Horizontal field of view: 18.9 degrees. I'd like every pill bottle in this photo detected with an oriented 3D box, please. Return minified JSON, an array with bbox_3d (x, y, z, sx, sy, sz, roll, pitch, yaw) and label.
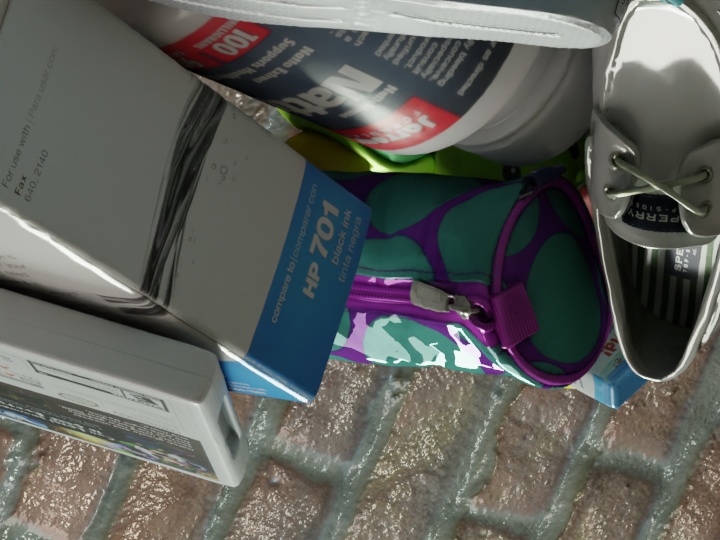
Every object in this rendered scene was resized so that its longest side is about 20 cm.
[{"bbox_3d":[0.003,-0.110,0.800,0.199,0.120,0.119,20,-175,-39],"label":"pill bottle"}]

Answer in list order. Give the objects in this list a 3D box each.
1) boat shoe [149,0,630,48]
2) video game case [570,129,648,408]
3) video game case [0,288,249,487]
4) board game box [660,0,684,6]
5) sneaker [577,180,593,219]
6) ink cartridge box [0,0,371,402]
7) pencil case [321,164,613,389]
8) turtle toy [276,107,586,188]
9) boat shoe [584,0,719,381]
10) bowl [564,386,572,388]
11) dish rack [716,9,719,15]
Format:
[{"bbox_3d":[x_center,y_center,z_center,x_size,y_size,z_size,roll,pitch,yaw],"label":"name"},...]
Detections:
[{"bbox_3d":[-0.013,-0.116,0.669,0.198,0.072,0.072,9,171,-6],"label":"boat shoe"},{"bbox_3d":[0.081,-0.024,0.980,0.199,0.143,0.018,28,143,36],"label":"video game case"},{"bbox_3d":[-0.143,0.031,0.832,0.198,0.024,0.182,16,166,5],"label":"video game case"},{"bbox_3d":[-0.002,-0.130,0.516,0.150,0.047,0.200,26,-176,21],"label":"board game box"},{"bbox_3d":[0.179,-0.073,0.877,0.199,0.116,0.078,-11,131,42],"label":"sneaker"},{"bbox_3d":[-0.114,-0.031,0.779,0.146,0.087,0.200,6,159,39],"label":"ink cartridge box"},{"bbox_3d":[0.000,0.000,0.883,0.199,0.086,0.092,2,-169,35],"label":"pencil case"},{"bbox_3d":[0.027,-0.092,0.958,0.145,0.101,0.201,-23,-112,-27],"label":"turtle toy"},{"bbox_3d":[0.120,-0.035,0.803,0.073,0.067,0.201,10,142,24],"label":"boat shoe"},{"bbox_3d":[0.107,-0.042,1.105,0.199,0.202,0.108,24,-178,14],"label":"bowl"},{"bbox_3d":[0.187,-0.009,0.632,0.199,0.055,0.153,34,180,-34],"label":"dish rack"}]
